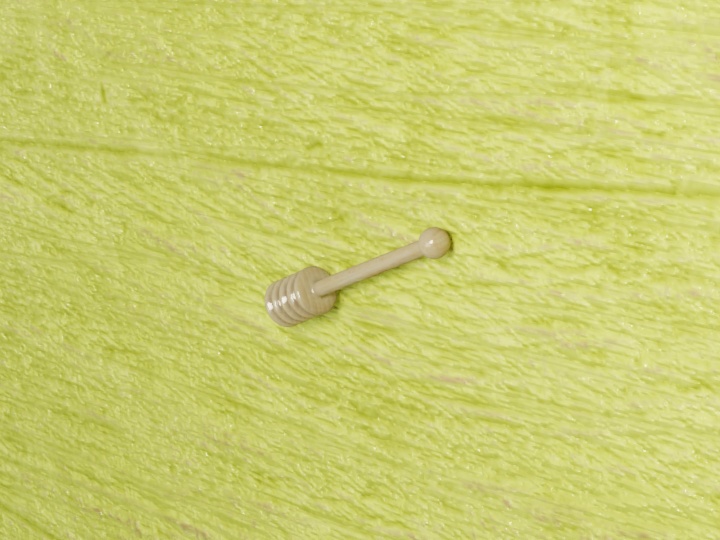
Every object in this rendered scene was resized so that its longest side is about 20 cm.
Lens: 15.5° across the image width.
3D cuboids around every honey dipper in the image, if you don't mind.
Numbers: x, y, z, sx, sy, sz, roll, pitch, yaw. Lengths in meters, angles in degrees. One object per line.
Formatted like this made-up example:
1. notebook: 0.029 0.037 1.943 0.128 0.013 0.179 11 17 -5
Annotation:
1. honey dipper: 0.000 0.000 1.895 0.200 0.038 0.038 -24 86 51
